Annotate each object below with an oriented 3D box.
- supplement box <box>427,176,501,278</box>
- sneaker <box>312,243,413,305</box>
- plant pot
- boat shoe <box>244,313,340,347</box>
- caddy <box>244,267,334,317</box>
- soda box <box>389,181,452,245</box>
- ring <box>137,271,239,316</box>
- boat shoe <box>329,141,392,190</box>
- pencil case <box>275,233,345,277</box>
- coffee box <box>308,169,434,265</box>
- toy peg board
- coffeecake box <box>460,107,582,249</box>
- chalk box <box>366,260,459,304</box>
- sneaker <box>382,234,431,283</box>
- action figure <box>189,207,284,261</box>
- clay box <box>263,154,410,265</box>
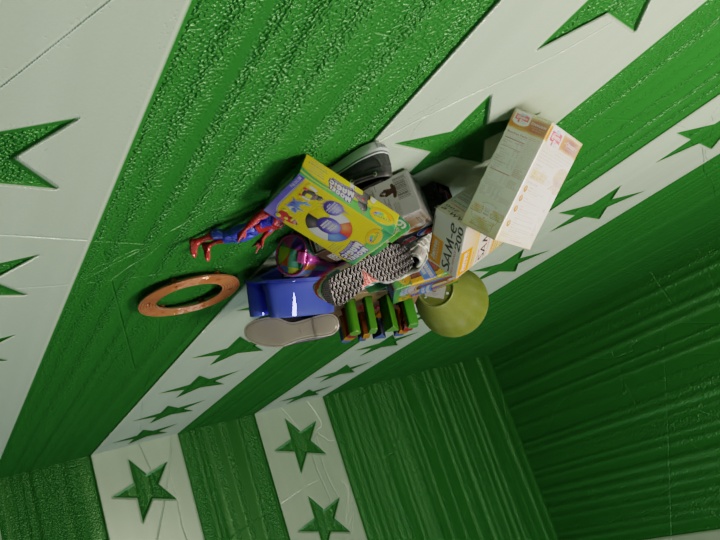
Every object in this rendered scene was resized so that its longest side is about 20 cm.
[{"bbox_3d":[0.218,-0.092,1.341,0.200,0.074,0.126,-35,147,-31],"label":"supplement box"},{"bbox_3d":[0.000,0.001,1.371,0.200,0.070,0.093,-27,-163,-23],"label":"sneaker"},{"bbox_3d":[0.208,0.061,1.849,0.187,0.187,0.200,-23,161,14],"label":"plant pot"},{"bbox_3d":[-0.141,0.124,1.561,0.200,0.067,0.057,-6,176,-2],"label":"boat shoe"},{"bbox_3d":[-0.141,0.038,1.513,0.200,0.105,0.141,-3,-178,-45],"label":"caddy"},{"bbox_3d":[0.081,-0.089,1.392,0.200,0.071,0.063,-28,162,27],"label":"soda box"},{"bbox_3d":[-0.336,0.045,1.456,0.200,0.019,0.200,-18,163,-5],"label":"ring"},{"bbox_3d":[-0.030,-0.128,1.156,0.069,0.057,0.200,-1,156,-47],"label":"boat shoe"},{"bbox_3d":[-0.071,-0.024,1.415,0.088,0.088,0.200,-29,162,33],"label":"pencil case"},{"bbox_3d":[0.015,-0.089,1.297,0.200,0.080,0.114,-23,165,13],"label":"coffee box"},{"bbox_3d":[0.033,0.117,1.696,0.200,0.098,0.199,-6,153,-11],"label":"toy peg board"},{"bbox_3d":[0.267,-0.145,1.218,0.153,0.073,0.200,9,109,-56],"label":"coffeecake box"},{"bbox_3d":[0.101,-0.013,1.574,0.200,0.125,0.124,-19,165,-6],"label":"chalk box"},{"bbox_3d":[0.117,-0.041,1.461,0.200,0.078,0.099,-44,-163,-6],"label":"sneaker"},{"bbox_3d":[-0.180,-0.064,1.207,0.200,0.052,0.065,-23,159,18],"label":"action figure"},{"bbox_3d":[-0.033,-0.081,1.131,0.200,0.048,0.115,32,141,-18],"label":"clay box"}]
